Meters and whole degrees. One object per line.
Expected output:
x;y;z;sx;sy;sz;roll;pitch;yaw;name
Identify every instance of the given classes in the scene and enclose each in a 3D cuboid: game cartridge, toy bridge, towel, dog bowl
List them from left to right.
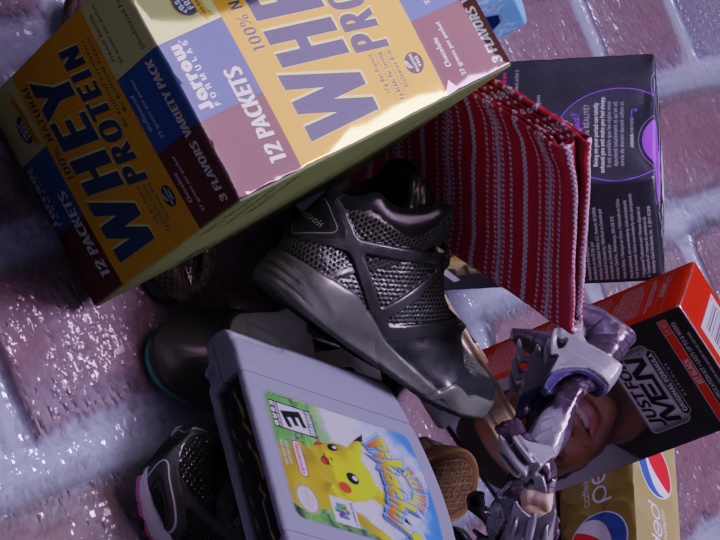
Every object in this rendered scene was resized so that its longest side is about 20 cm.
-0.011;0.124;1.329;0.133;0.040;0.201;23;33;-35;game cartridge
0.057;-0.062;1.402;0.022;0.200;0.145;-31;138;-30;towel
0.065;0.054;1.545;0.201;0.027;0.067;59;0;-11;toy bridge
0.086;-0.234;1.801;0.200;0.049;0.112;36;38;-77;dog bowl

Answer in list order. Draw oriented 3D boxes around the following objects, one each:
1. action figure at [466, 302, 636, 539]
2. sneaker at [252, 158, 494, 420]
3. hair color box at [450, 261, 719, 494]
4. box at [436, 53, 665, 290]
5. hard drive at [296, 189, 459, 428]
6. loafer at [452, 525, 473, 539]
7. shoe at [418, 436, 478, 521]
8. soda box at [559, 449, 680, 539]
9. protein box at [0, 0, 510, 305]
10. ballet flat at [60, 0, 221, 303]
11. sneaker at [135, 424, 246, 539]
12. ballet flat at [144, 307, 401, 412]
0.104;0.117;1.449;0.069;0.130;0.201;23;57;-3;action figure
0.034;0.011;1.420;0.199;0.114;0.076;39;-5;-37;sneaker
0.162;0.081;1.624;0.102;0.199;0.061;55;32;-17;hair color box
0.105;-0.065;1.619;0.106;0.199;0.123;78;14;-48;box
0.000;0.000;1.541;0.201;0.026;0.132;58;0;-14;hard drive
0.042;0.199;1.487;0.073;0.072;0.200;64;6;34;loafer
-0.004;0.135;1.483;0.199;0.053;0.070;5;97;-52;shoe
0.187;0.180;1.724;0.064;0.067;0.201;38;41;-38;soda box
-0.066;-0.104;1.328;0.199;0.198;0.135;-28;88;-33;protein box
-0.129;-0.079;1.431;0.067;0.046;0.201;-3;72;-58;ballet flat
-0.039;0.158;1.352;0.200;0.086;0.081;48;46;-27;sneaker
-0.044;0.055;1.448;0.200;0.068;0.068;15;58;-53;ballet flat
